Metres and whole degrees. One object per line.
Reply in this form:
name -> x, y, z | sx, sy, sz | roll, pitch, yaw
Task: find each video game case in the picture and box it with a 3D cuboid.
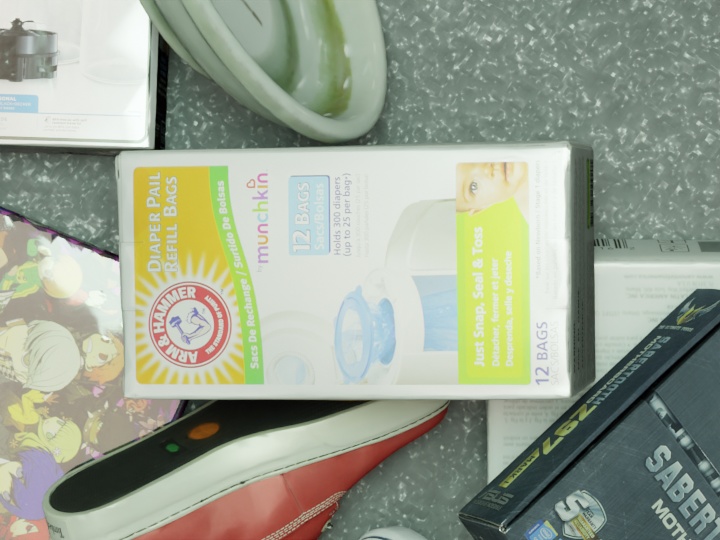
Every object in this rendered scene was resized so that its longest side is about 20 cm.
video game case -> -0.183, 0.072, 1.256 | 0.181, 0.036, 0.200 | 23, 89, 0

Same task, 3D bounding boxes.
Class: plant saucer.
plant saucer -> -0.061, -0.141, 1.184 | 0.050, 0.200, 0.200 | -26, 88, 24

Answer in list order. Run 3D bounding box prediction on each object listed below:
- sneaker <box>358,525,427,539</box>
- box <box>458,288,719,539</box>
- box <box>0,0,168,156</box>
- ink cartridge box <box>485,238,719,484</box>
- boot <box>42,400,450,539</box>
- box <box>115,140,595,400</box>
sneaker -> -0.005, 0.217, 1.213 | 0.073, 0.071, 0.201 | 12, 97, 40
box -> 0.162, 0.132, 1.186 | 0.158, 0.051, 0.200 | -41, 107, -16
box -> -0.147, -0.155, 1.248 | 0.116, 0.060, 0.201 | 3, 89, 1
ink cartridge box -> 0.138, 0.085, 1.254 | 0.160, 0.047, 0.201 | 0, 105, 1
boot -> -0.037, 0.130, 1.245 | 0.200, 0.072, 0.145 | -25, 113, -15
box -> 0.000, 0.000, 1.172 | 0.199, 0.101, 0.113 | 0, 92, 11
